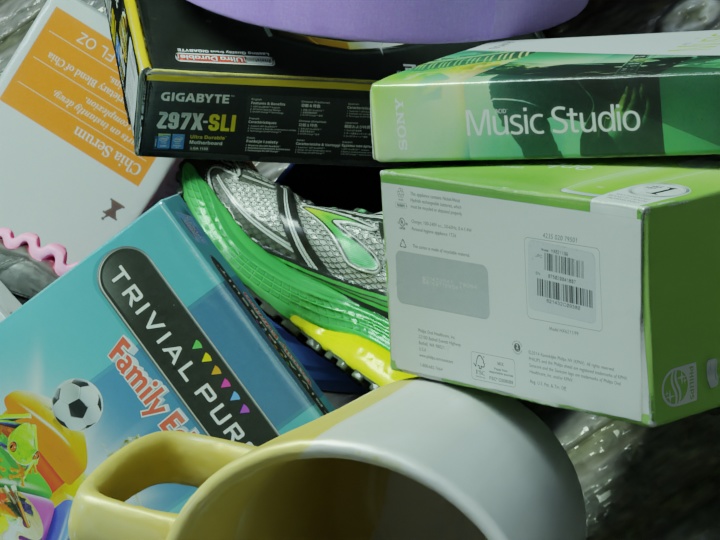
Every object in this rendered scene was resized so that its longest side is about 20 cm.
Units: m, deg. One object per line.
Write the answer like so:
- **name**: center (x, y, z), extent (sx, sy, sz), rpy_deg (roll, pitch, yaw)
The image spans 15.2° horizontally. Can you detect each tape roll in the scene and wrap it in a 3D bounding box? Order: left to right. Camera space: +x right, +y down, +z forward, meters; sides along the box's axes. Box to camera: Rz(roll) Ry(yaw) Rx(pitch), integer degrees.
- **tape roll**: center (0.008, -0.163, 1.232), extent (0.200, 0.066, 0.200), rpy_deg (3, 21, -1)

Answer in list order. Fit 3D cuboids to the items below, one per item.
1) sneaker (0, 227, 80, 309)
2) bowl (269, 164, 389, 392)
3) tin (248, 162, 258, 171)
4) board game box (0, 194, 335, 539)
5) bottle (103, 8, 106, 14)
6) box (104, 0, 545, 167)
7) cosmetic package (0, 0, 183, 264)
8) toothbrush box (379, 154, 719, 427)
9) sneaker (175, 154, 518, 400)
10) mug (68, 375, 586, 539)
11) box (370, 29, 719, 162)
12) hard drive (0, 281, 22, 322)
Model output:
- **sneaker**: center (-0.125, 0.053, 1.249), extent (0.200, 0.079, 0.095), rpy_deg (29, 79, 14)
- **bowl**: center (0.029, -0.027, 1.309), extent (0.200, 0.039, 0.201), rpy_deg (-23, 34, 17)
- **tin**: center (-0.140, -0.010, 1.439), extent (0.200, 0.042, 0.112), rpy_deg (-20, 31, 20)
- **board game box**: center (-0.116, 0.087, 1.165), extent (0.200, 0.151, 0.047), rpy_deg (-37, 0, 8)
- **bottle**: center (-0.111, -0.131, 1.543), extent (0.083, 0.065, 0.200), rpy_deg (-15, 37, 29)
- **box**: center (-0.015, -0.106, 1.273), extent (0.200, 0.049, 0.160), rpy_deg (2, 29, -12)
- **cosmetic package**: center (-0.156, -0.027, 1.344), extent (0.200, 0.101, 0.071), rpy_deg (-59, -8, 0)
- **toothbrush box**: center (0.129, -0.009, 1.070), extent (0.200, 0.086, 0.145), rpy_deg (-12, 15, -39)
- **sneaker**: center (0.000, 0.000, 1.208), extent (0.200, 0.078, 0.085), rpy_deg (36, 87, 22)
- **mug**: center (0.005, 0.098, 1.036), extent (0.149, 0.187, 0.153), rpy_deg (-47, -3, 25)
- **box**: center (0.121, -0.072, 1.074), extent (0.200, 0.036, 0.144), rpy_deg (-2, 10, 23)
- **hard drive**: center (-0.212, 0.098, 1.239), extent (0.200, 0.132, 0.027), rpy_deg (-48, -15, 16)
